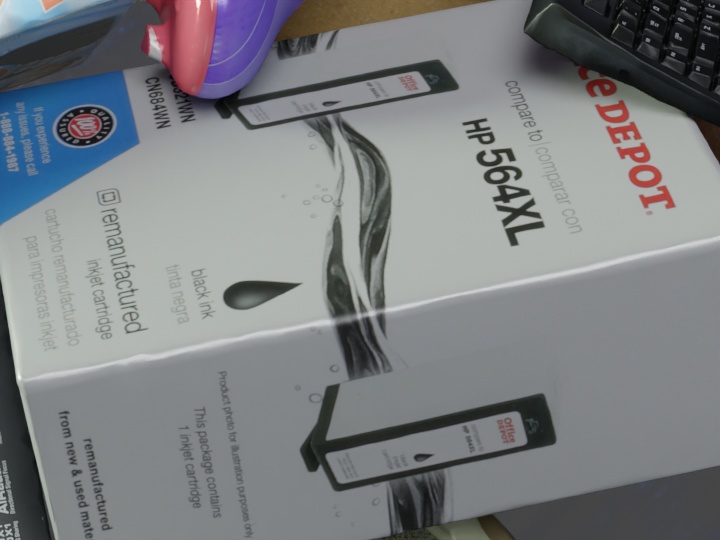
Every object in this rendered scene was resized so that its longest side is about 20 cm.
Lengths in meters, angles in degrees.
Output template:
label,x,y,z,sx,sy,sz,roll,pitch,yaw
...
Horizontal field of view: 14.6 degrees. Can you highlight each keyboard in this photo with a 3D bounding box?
label,x,y,z,sx,sy,sz,roll,pitch,yaw
keyboard,0.090,-0.113,0.848,0.104,0.040,0.200,22,29,-2

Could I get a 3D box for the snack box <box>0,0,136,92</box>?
label,x,y,z,sx,sy,sz,roll,pitch,yaw
snack box,-0.168,-0.054,0.824,0.199,0.116,0.037,-21,90,-16

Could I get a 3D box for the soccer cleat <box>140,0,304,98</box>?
label,x,y,z,sx,sy,sz,roll,pitch,yaw
soccer cleat,-0.023,-0.124,0.852,0.076,0.067,0.201,12,42,-10

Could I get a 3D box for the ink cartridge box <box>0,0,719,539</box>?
label,x,y,z,sx,sy,sz,roll,pitch,yaw
ink cartridge box,0.000,0.000,0.803,0.199,0.085,0.146,-12,36,-6

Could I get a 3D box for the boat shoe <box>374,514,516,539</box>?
label,x,y,z,sx,sy,sz,roll,pitch,yaw
boat shoe,0.040,0.123,0.813,0.066,0.072,0.201,-41,73,-16

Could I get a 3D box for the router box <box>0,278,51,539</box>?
label,x,y,z,sx,sy,sz,roll,pitch,yaw
router box,-0.163,0.083,0.798,0.149,0.062,0.201,-10,69,-11

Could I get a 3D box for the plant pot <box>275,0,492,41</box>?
label,x,y,z,sx,sy,sz,roll,pitch,yaw
plant pot,0.002,-0.143,0.939,0.199,0.028,0.201,4,67,-8

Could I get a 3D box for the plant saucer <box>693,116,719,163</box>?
label,x,y,z,sx,sy,sz,roll,pitch,yaw
plant saucer,0.186,0.008,0.901,0.199,0.035,0.201,4,66,-8
